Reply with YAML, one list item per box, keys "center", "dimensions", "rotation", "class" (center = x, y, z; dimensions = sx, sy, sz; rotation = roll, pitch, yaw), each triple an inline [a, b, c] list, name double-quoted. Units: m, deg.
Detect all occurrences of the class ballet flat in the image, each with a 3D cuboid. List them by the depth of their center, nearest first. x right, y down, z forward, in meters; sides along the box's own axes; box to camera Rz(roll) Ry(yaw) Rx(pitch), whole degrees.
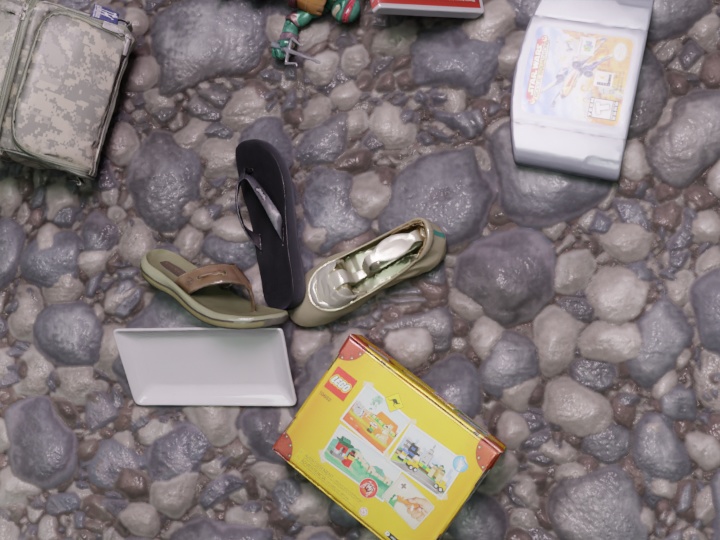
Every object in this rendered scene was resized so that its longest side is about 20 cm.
- center: [0.000, 0.000, 0.979]
  dimensions: [0.199, 0.069, 0.070]
  rotation: [-29, 80, 8]
  class: "ballet flat"

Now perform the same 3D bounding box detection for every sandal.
- center: [-0.166, 0.013, 0.986]
  dimensions: [0.200, 0.080, 0.058]
  rotation: [27, 108, 25]
  class: "sandal"
- center: [-0.105, -0.056, 0.995]
  dimensions: [0.076, 0.043, 0.202]
  rotation: [-27, 73, 44]
  class: "sandal"

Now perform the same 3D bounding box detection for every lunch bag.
- center: [-0.365, -0.215, 1.043]
  dimensions: [0.166, 0.139, 0.202]
  rotation: [16, 89, -4]
  class: "lunch bag"

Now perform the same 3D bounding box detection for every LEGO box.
- center: [0.030, 0.187, 0.949]
  dimensions: [0.199, 0.077, 0.150]
  rotation: [37, 93, 12]
  class: "LEGO box"

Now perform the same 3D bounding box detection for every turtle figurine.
- center: [-0.073, -0.314, 1.009]
  dimensions: [0.198, 0.101, 0.151]
  rotation: [27, 130, 4]
  class: "turtle figurine"

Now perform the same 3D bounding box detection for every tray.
- center: [-0.172, 0.105, 1.008]
  dimensions: [0.197, 0.022, 0.108]
  rotation: [-1, 120, 12]
  class: "tray"

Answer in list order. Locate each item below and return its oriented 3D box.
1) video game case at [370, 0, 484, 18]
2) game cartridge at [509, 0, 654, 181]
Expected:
- center: [0.057, -0.377, 0.982]
  dimensions: [0.142, 0.017, 0.202]
  rotation: [-7, 81, -31]
  class: "video game case"
- center: [0.232, -0.206, 0.966]
  dimensions: [0.132, 0.042, 0.202]
  rotation: [11, 87, 8]
  class: "game cartridge"
